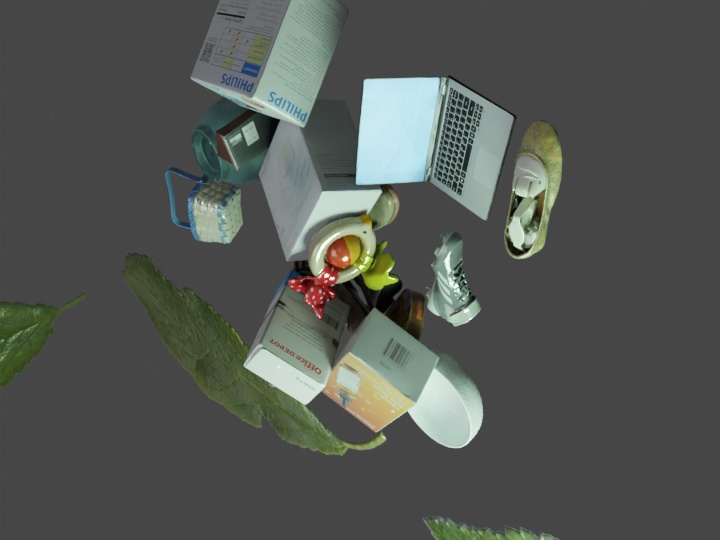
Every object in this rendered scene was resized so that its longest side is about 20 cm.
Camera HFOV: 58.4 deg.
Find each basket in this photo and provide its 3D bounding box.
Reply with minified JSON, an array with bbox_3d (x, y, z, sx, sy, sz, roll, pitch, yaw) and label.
[{"bbox_3d":[-0.403,-0.163,1.652,0.194,0.141,0.179,15,137,7],"label":"basket"}]

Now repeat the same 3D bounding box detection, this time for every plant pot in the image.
[{"bbox_3d":[-0.287,-0.276,1.414,0.198,0.133,0.204,34,141,33],"label":"plant pot"}]

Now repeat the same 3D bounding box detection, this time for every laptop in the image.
[{"bbox_3d":[0.103,-0.175,0.961,0.199,0.115,0.190,40,145,28],"label":"laptop"}]

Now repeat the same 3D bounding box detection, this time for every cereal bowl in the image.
[{"bbox_3d":[0.164,0.238,1.260,0.198,0.082,0.204,35,141,33],"label":"cereal bowl"}]

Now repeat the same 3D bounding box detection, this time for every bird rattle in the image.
[{"bbox_3d":[-0.038,-0.022,1.133,0.114,0.194,0.166,-113,13,-47],"label":"bird rattle"}]

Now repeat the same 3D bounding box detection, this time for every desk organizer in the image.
[{"bbox_3d":[-0.184,-0.281,1.192,0.076,0.199,0.073,30,152,39],"label":"desk organizer"}]

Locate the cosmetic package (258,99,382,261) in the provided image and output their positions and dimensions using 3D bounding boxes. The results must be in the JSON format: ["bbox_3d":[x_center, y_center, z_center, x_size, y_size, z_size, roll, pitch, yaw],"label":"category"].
[{"bbox_3d":[-0.081,-0.159,1.151,0.200,0.120,0.204,-54,48,48],"label":"cosmetic package"}]

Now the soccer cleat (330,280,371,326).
[{"bbox_3d":[-0.031,0.071,1.384,0.202,0.073,0.068,53,176,2],"label":"soccer cleat"}]

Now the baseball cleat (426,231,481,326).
[{"bbox_3d":[0.167,0.020,1.097,0.105,0.070,0.202,35,152,21],"label":"baseball cleat"}]

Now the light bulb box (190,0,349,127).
[{"bbox_3d":[-0.151,-0.368,1.055,0.196,0.123,0.205,27,96,41],"label":"light bulb box"}]

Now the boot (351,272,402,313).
[{"bbox_3d":[0.000,0.000,1.282,0.175,0.068,0.201,52,164,13],"label":"boot"}]

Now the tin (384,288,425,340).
[{"bbox_3d":[0.078,0.116,1.261,0.041,0.115,0.201,17,148,-10],"label":"tin"}]

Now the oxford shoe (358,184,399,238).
[{"bbox_3d":[0.007,-0.097,1.204,0.071,0.074,0.200,55,149,3],"label":"oxford shoe"}]

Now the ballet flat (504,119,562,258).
[{"bbox_3d":[0.233,-0.101,0.887,0.070,0.070,0.204,31,139,36],"label":"ballet flat"}]

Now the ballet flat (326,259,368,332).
[{"bbox_3d":[-0.054,0.038,1.318,0.203,0.066,0.068,57,176,0],"label":"ballet flat"}]

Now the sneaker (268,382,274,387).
[{"bbox_3d":[-0.219,0.290,1.885,0.200,0.076,0.082,-41,64,54],"label":"sneaker"}]

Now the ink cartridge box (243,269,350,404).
[{"bbox_3d":[-0.116,0.123,1.217,0.144,0.203,0.084,33,133,-12],"label":"ink cartridge box"}]

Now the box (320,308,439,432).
[{"bbox_3d":[0.028,0.190,1.195,0.151,0.107,0.201,35,146,-1],"label":"box"}]

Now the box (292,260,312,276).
[{"bbox_3d":[-0.123,-0.013,1.381,0.162,0.048,0.204,99,170,-46],"label":"box"}]
